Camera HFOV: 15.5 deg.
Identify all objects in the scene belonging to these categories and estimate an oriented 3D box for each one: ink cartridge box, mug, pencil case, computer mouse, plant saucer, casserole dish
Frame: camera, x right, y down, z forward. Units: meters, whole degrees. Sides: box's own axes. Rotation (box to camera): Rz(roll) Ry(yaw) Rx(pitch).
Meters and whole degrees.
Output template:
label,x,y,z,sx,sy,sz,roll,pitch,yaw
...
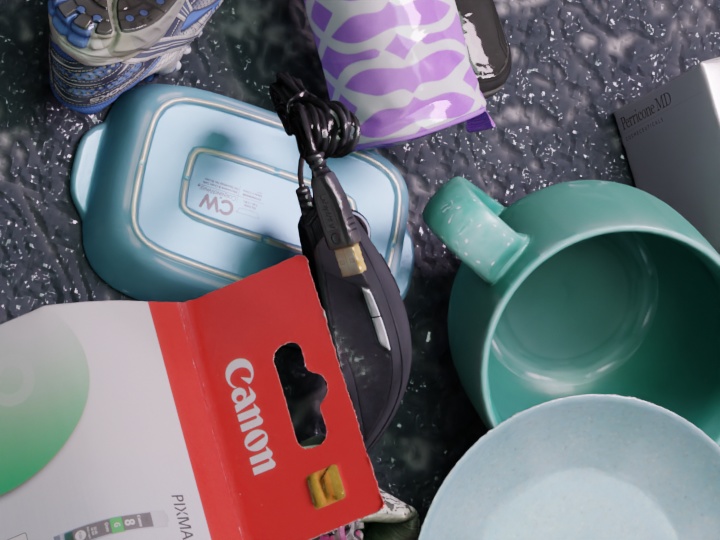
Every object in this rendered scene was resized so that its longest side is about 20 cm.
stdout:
label,x,y,z,sx,sy,sz,roll,pitch,yaw
ink cartridge box,-0.105,0.079,1.259,0.199,0.050,0.162,-24,54,7
mug,0.119,0.015,1.403,0.151,0.114,0.186,-17,112,-5
pencil case,0.008,-0.162,1.388,0.085,0.084,0.201,-18,99,-42
computer mouse,0.000,0.000,1.312,0.046,0.140,0.201,-12,99,-7
plant saucer,0.115,0.164,1.351,0.200,0.039,0.202,1,86,-17
casserole dish,-0.055,-0.031,1.400,0.199,0.039,0.122,18,71,-19

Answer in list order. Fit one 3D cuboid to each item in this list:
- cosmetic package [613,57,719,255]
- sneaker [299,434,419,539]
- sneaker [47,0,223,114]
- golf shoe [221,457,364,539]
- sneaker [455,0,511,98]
label,x,y,z,sx,sy,sz,roll,pitch,yaw
cosmetic package,0.226,-0.017,1.486,0.084,0.108,0.201,-14,82,-26
sneaker,-0.042,0.171,1.317,0.200,0.088,0.077,-54,136,-24
sneaker,-0.107,-0.150,1.390,0.077,0.085,0.200,32,43,11
golf shoe,-0.050,0.189,1.260,0.092,0.073,0.201,-4,70,20
sneaker,0.028,-0.186,1.452,0.075,0.079,0.201,-31,93,-29
